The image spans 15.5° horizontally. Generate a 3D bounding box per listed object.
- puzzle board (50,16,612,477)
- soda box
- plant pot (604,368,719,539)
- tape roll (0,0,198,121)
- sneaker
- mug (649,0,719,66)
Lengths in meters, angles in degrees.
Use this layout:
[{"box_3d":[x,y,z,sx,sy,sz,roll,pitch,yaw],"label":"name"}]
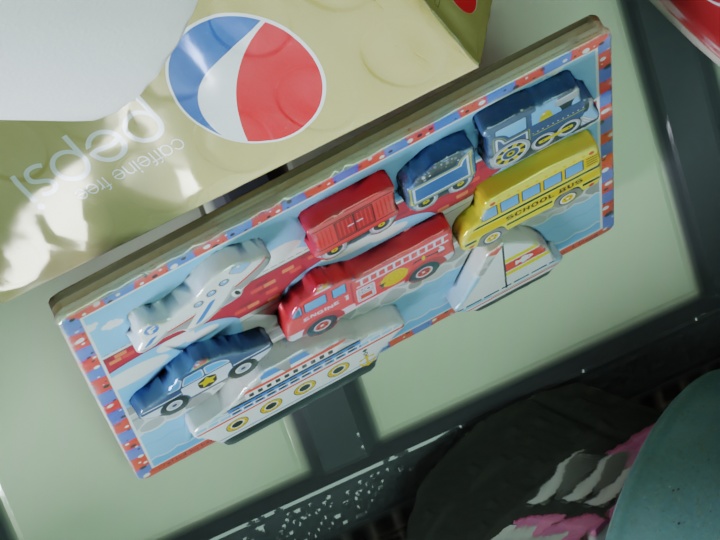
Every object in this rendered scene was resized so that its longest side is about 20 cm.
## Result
[{"box_3d":[0.000,0.000,0.906,0.199,0.017,0.151,-27,155,-6],"label":"puzzle board"},{"box_3d":[-0.056,-0.065,0.832,0.199,0.064,0.068,-25,123,29],"label":"soda box"},{"box_3d":[0.192,0.124,0.942,0.200,0.187,0.201,-32,130,-48],"label":"plant pot"},{"box_3d":[-0.107,-0.144,0.748,0.070,0.202,0.204,-1,113,-29],"label":"tape roll"},{"box_3d":[0.049,0.130,0.995,0.200,0.080,0.087,-43,135,-15],"label":"sneaker"},{"box_3d":[0.165,-0.171,0.865,0.200,0.133,0.177,-47,124,0],"label":"mug"}]
